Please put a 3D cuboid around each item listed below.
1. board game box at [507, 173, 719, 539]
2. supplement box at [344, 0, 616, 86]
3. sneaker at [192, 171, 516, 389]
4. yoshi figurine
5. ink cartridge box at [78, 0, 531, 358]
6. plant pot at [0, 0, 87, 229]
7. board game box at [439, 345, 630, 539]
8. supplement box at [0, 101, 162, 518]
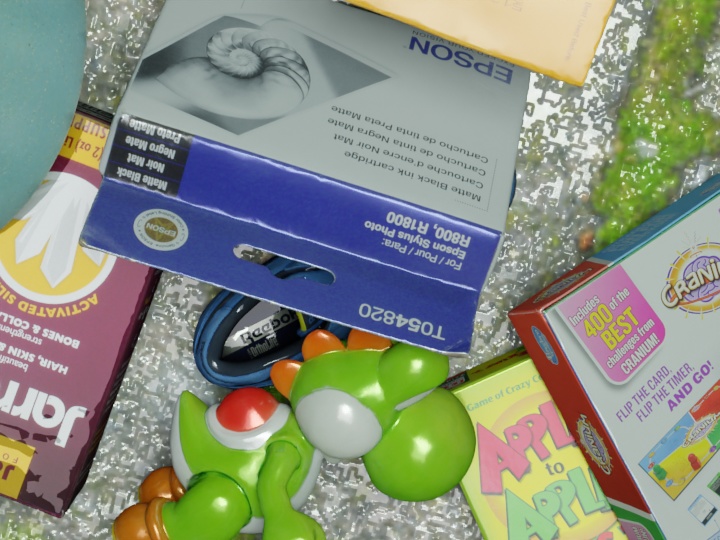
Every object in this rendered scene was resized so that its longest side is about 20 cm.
[{"bbox_3d":[0.188,0.070,1.047,0.153,0.040,0.201,-31,98,-21],"label":"board game box"},{"bbox_3d":[0.054,-0.150,0.972,0.125,0.200,0.074,19,99,-4],"label":"supplement box"},{"bbox_3d":[0.000,0.000,1.050,0.200,0.078,0.066,-34,94,1],"label":"sneaker"},{"bbox_3d":[-0.022,0.106,1.028,0.200,0.112,0.113,-34,58,21],"label":"yoshi figurine"},{"bbox_3d":[-0.021,-0.063,0.992,0.199,0.200,0.041,16,133,-3],"label":"ink cartridge box"},{"bbox_3d":[-0.251,-0.112,0.959,0.199,0.135,0.201,-6,78,33],"label":"plant pot"},{"bbox_3d":[0.118,0.139,1.080,0.101,0.048,0.201,-24,96,2],"label":"board game box"},{"bbox_3d":[-0.167,0.012,1.043,0.110,0.086,0.201,20,95,-3],"label":"supplement box"}]
